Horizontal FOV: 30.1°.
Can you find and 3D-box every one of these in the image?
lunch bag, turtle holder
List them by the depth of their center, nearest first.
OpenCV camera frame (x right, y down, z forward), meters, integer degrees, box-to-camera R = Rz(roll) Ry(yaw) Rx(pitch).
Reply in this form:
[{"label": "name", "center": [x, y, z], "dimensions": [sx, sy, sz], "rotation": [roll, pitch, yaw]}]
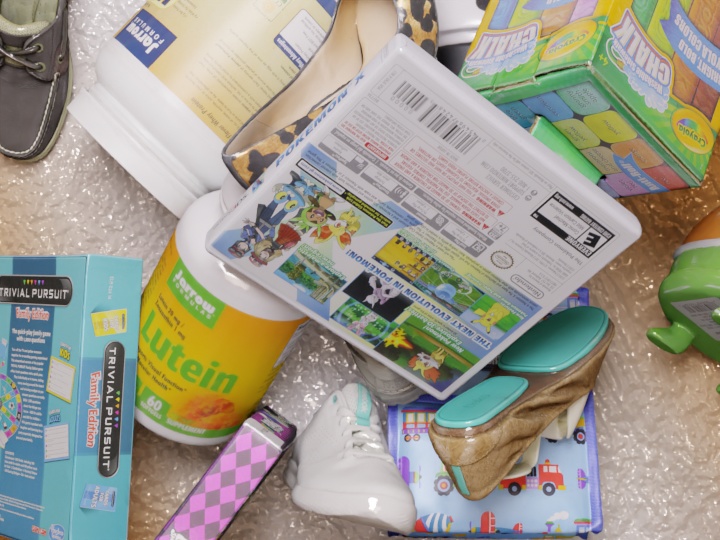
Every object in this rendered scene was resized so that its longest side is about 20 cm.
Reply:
[{"label": "turtle holder", "center": [0.311, 0.021, 0.950], "dimensions": [0.185, 0.141, 0.132], "rotation": [25, 71, 10]}, {"label": "lunch bag", "center": [0.094, 0.093, 0.983], "dimensions": [0.150, 0.094, 0.201], "rotation": [0, 76, 2]}]

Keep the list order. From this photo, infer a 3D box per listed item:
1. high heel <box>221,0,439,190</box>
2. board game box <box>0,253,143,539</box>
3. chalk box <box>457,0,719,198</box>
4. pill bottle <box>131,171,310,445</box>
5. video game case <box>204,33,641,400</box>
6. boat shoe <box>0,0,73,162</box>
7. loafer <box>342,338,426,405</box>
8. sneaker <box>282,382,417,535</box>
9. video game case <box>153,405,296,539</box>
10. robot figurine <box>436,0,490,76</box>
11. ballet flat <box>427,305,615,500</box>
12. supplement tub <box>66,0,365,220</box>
[{"label": "high heel", "center": [-0.022, -0.140, 0.836], "dimensions": [0.142, 0.071, 0.201], "rotation": [1, 95, -44]}, {"label": "board game box", "center": [-0.216, 0.090, 0.945], "dimensions": [0.047, 0.151, 0.201], "rotation": [5, 87, -41]}, {"label": "chalk box", "center": [0.151, -0.124, 0.848], "dimensions": [0.124, 0.123, 0.201], "rotation": [37, 63, -32]}, {"label": "pill bottle", "center": [-0.088, 0.016, 0.919], "dimensions": [0.111, 0.111, 0.200], "rotation": [33, 123, 1]}, {"label": "video game case", "center": [0.038, -0.022, 0.813], "dimensions": [0.200, 0.022, 0.182], "rotation": [33, 120, -25]}, {"label": "boat shoe", "center": [-0.247, -0.178, 0.979], "dimensions": [0.071, 0.066, 0.202], "rotation": [12, 100, 2]}, {"label": "loafer", "center": [0.000, 0.000, 0.955], "dimensions": [0.070, 0.070, 0.201], "rotation": [-26, 60, 1]}, {"label": "sneaker", "center": [-0.007, 0.122, 0.915], "dimensions": [0.075, 0.200, 0.089], "rotation": [19, 87, -16]}, {"label": "video game case", "center": [-0.119, 0.186, 0.922], "dimensions": [0.036, 0.181, 0.200], "rotation": [37, 89, 1]}, {"label": "robot figurine", "center": [0.092, -0.107, 0.955], "dimensions": [0.124, 0.150, 0.201], "rotation": [-1, 85, 8]}, {"label": "ballet flat", "center": [0.114, 0.092, 0.896], "dimensions": [0.068, 0.200, 0.073], "rotation": [3, 113, 34]}, {"label": "supplement tub", "center": [-0.096, -0.144, 0.952], "dimensions": [0.144, 0.144, 0.200], "rotation": [44, 88, 2]}]
